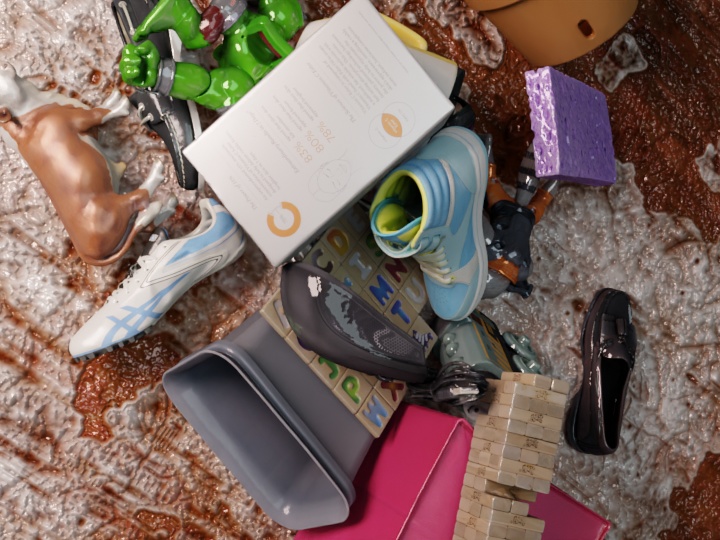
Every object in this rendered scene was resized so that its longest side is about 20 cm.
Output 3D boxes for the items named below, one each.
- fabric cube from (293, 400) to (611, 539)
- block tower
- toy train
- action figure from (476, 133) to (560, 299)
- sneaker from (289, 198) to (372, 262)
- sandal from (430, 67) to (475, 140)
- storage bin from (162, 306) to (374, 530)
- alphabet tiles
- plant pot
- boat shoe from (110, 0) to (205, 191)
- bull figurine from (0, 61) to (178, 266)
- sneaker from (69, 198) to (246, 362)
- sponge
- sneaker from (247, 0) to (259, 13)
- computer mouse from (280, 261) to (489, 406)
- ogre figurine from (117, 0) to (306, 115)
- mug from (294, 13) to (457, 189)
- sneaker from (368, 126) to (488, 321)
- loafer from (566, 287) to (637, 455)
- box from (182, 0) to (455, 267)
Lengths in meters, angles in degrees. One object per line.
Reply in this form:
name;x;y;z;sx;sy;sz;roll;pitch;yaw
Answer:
fabric cube;0.078;0.262;0.748;0.195;0.199;0.202;36;76;-14
block tower;0.119;0.186;0.634;0.053;0.058;0.203;16;80;-18
toy train;0.130;0.106;0.787;0.113;0.201;0.086;34;108;-13
action figure;0.140;-0.062;0.844;0.198;0.104;0.196;23;70;-20
sneaker;0.000;0.000;0.799;0.115;0.076;0.202;-33;96;-17
sandal;0.090;-0.132;0.822;0.047;0.076;0.202;16;61;9
storage bin;-0.072;0.127;0.745;0.201;0.145;0.134;53;45;-10
alphabet tiles;0.012;0.031;0.757;0.168;0.008;0.201;48;53;-16
plant pot;0.217;-0.325;0.848;0.201;0.199;0.140;-49;119;-16
boat shoe;-0.194;-0.170;0.742;0.059;0.076;0.203;-12;79;-21
bull figurine;-0.259;-0.107;0.713;0.120;0.065;0.202;-29;98;-16
sneaker;-0.197;0.008;0.727;0.200;0.072;0.073;-43;107;-21
sponge;0.242;-0.156;0.866;0.199;0.029;0.114;-4;86;-56
sneaker;-0.077;-0.328;0.793;0.198;0.075;0.115;-26;97;-14
computer mouse;0.005;0.068;0.666;0.199;0.138;0.053;36;73;-7
ogre figurine;-0.124;-0.222;0.701;0.120;0.098;0.202;39;46;-25
mug;-0.002;-0.184;0.797;0.151;0.187;0.151;25;111;-8
sneaker;0.059;-0.022;0.720;0.130;0.079;0.203;-33;128;-41
loafer;0.299;0.120;0.910;0.071;0.063;0.203;16;81;-19
box;-0.034;-0.116;0.670;0.199;0.097;0.125;-40;91;3
